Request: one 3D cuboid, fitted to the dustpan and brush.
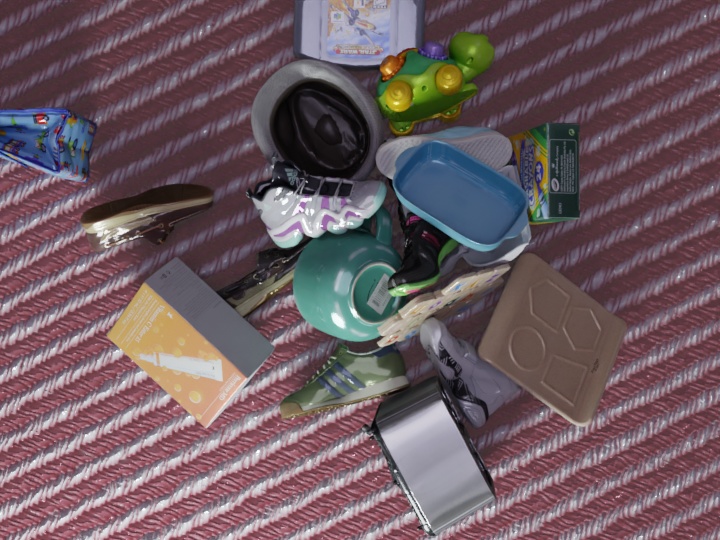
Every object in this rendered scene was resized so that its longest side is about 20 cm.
[{"bbox_3d":[0.167,-0.044,1.484,0.056,0.201,0.141,7,54,-18],"label":"dustpan and brush"}]

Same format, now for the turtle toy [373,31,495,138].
[{"bbox_3d":[0.104,-0.278,1.493,0.197,0.146,0.102,-19,76,-1],"label":"turtle toy"}]

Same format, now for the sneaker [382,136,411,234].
[{"bbox_3d":[0.090,-0.103,1.521,0.078,0.074,0.203,-14,90,-5],"label":"sneaker"}]

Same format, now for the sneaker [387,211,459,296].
[{"bbox_3d":[0.080,-0.035,1.425,0.076,0.201,0.084,-18,116,37],"label":"sneaker"}]

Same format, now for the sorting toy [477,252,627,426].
[{"bbox_3d":[0.278,0.100,1.495,0.199,0.036,0.187,33,65,-11],"label":"sorting toy"}]

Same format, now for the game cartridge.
[{"bbox_3d":[-0.002,-0.368,1.541,0.197,0.042,0.135,2,86,1],"label":"game cartridge"}]

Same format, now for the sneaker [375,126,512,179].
[{"bbox_3d":[0.115,-0.168,1.488,0.197,0.082,0.075,-3,109,-9],"label":"sneaker"}]

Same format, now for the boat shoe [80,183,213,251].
[{"bbox_3d":[-0.312,-0.074,1.537,0.197,0.072,0.073,-16,120,-10],"label":"boat shoe"}]

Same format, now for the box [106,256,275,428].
[{"bbox_3d":[-0.245,0.103,1.490,0.200,0.098,0.125,42,121,1],"label":"box"}]

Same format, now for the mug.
[{"bbox_3d":[-0.008,0.007,1.465,0.150,0.114,0.188,-17,108,-29],"label":"mug"}]

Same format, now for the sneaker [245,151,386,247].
[{"bbox_3d":[-0.073,-0.115,1.438,0.198,0.078,0.140,-20,125,25],"label":"sneaker"}]

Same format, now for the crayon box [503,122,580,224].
[{"bbox_3d":[0.247,-0.130,1.451,0.051,0.200,0.128,0,90,-11],"label":"crayon box"}]

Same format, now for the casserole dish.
[{"bbox_3d":[0.134,-0.098,1.395,0.199,0.039,0.121,32,61,16],"label":"casserole dish"}]

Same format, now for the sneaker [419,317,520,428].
[{"bbox_3d":[0.167,0.126,1.496,0.114,0.075,0.201,-33,119,-6],"label":"sneaker"}]

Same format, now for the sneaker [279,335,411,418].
[{"bbox_3d":[-0.030,0.155,1.530,0.197,0.067,0.091,-15,78,3],"label":"sneaker"}]

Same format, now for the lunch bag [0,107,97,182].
[{"bbox_3d":[-0.502,-0.195,1.490,0.197,0.151,0.096,10,90,1],"label":"lunch bag"}]

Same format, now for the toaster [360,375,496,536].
[{"bbox_3d":[0.098,0.258,1.458,0.118,0.200,0.182,-29,89,5],"label":"toaster"}]

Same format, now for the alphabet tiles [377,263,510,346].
[{"bbox_3d":[0.115,0.047,1.455,0.195,0.199,0.015,-43,70,40],"label":"alphabet tiles"}]

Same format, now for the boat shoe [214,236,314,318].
[{"bbox_3d":[-0.133,0.000,1.523,0.199,0.073,0.065,-39,95,1],"label":"boat shoe"}]

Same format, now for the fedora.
[{"bbox_3d":[-0.058,-0.212,1.506,0.199,0.090,0.177,40,103,-7],"label":"fedora"}]
